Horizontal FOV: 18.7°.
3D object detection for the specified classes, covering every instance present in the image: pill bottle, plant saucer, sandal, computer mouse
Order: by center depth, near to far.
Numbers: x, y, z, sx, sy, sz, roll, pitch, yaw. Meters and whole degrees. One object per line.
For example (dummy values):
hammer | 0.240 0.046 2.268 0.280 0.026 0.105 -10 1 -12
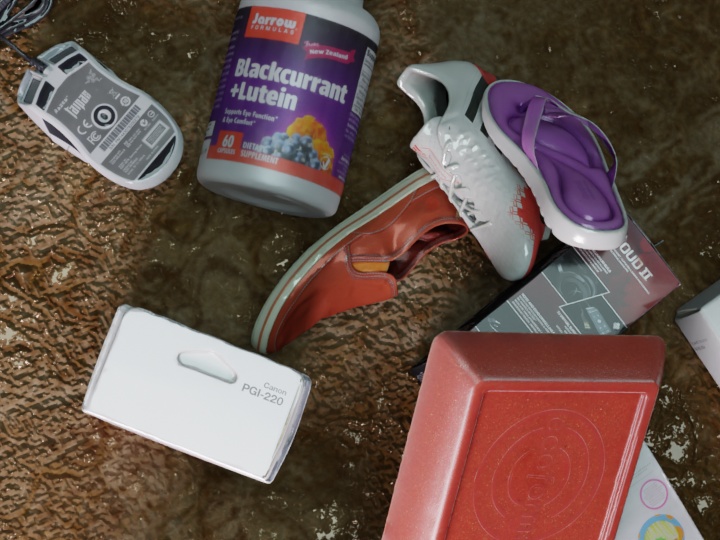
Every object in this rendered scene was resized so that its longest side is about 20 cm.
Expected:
plant saucer | 0.122 0.142 1.552 0.199 0.037 0.201 2 112 -31
sandal | 0.150 -0.089 1.583 0.082 0.203 0.050 2 127 -23
pill bottle | -0.048 -0.149 1.648 0.111 0.111 0.201 14 84 -4
computer mouse | -0.222 -0.131 1.665 0.200 0.044 0.110 40 78 4

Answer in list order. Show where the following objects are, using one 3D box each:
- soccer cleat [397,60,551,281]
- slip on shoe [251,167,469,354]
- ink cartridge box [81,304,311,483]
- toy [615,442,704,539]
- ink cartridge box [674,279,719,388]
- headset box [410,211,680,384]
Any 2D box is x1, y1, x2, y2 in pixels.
soccer cleat | 0.081 -0.077 1.640 0.085 0.069 0.201 6 53 -28
slip on shoe | 0.000 0.000 1.658 0.200 0.074 0.061 -37 73 -13
ink cartridge box | -0.119 0.089 1.575 0.145 0.200 0.085 21 83 -3
toy | 0.206 0.228 1.674 0.115 0.047 0.201 -33 92 -11
ink cartridge box | 0.359 0.074 1.684 0.146 0.083 0.200 -35 88 -8
headset box | 0.142 0.037 1.633 0.200 0.149 0.077 -38 89 -8
